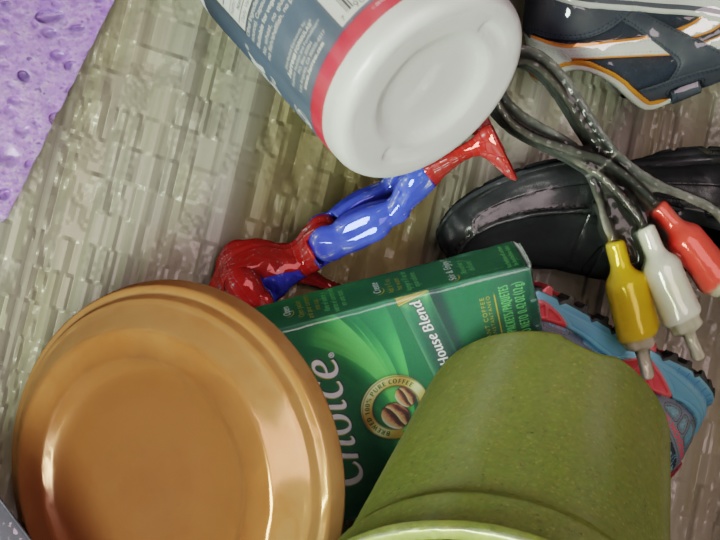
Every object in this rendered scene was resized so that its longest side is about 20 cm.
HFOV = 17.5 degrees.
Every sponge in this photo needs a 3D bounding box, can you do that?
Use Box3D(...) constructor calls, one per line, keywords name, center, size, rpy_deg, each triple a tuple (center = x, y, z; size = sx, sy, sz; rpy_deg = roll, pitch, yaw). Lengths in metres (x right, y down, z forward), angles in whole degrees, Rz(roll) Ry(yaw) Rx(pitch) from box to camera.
Box3D(name="sponge", center=(-0.197, -0.139, 1.254), size=(0.111, 0.030, 0.201), rpy_deg=(28, 76, -14))

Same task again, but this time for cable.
Box3D(name="cable", center=(0.146, -0.045, 1.278), size=(0.097, 0.050, 0.201), rpy_deg=(-33, 104, -13))

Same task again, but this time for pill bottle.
Box3D(name="pill bottle", center=(-0.018, -0.154, 1.232), size=(0.119, 0.120, 0.200), rpy_deg=(-28, 56, -19))

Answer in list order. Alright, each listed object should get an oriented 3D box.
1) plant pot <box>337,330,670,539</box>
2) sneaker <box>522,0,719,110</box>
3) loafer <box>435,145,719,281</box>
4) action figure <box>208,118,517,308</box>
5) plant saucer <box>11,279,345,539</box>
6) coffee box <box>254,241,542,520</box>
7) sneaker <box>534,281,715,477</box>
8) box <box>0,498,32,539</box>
Box3D(name="plant pot", center=(0.076, 0.136, 1.144), size=(0.200, 0.200, 0.185), rpy_deg=(36, 39, -12))
Box3D(name="sneaker", center=(0.185, -0.139, 1.358), size=(0.199, 0.079, 0.080), rpy_deg=(3, 117, -16))
Box3D(name="loafer", center=(0.140, -0.025, 1.333), size=(0.199, 0.068, 0.071), rpy_deg=(-8, 61, -23))
Box3D(name="action figure", center=(0.000, 0.000, 1.277), size=(0.199, 0.065, 0.099), rpy_deg=(-27, 113, 6))
Box3D(name="plant saucer", center=(-0.101, 0.106, 1.184), size=(0.037, 0.199, 0.201), rpy_deg=(-7, 86, -61))
Box3D(name="coffee box", center=(0.002, 0.068, 1.246), size=(0.199, 0.044, 0.124), rpy_deg=(-13, 113, -4))
Box3D(name="sneaker", center=(0.104, 0.065, 1.311), size=(0.199, 0.079, 0.096), rpy_deg=(26, 79, -15))
Box3D(name="box", center=(-0.194, 0.213, 1.172), size=(0.132, 0.115, 0.200), rpy_deg=(-38, 97, -19))
